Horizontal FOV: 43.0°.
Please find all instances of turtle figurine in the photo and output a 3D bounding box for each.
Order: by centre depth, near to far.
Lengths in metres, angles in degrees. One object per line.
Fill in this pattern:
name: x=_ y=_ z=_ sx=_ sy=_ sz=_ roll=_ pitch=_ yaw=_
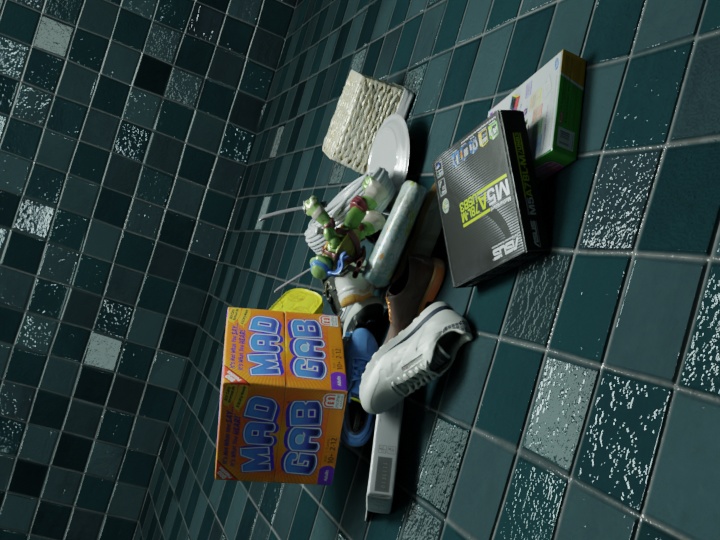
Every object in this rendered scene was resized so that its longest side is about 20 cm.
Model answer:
turtle figurine: x=-0.053 y=-0.071 z=1.501 sx=0.198 sy=0.146 sz=0.194 roll=-1 pitch=33 yaw=48

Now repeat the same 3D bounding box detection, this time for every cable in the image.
cable: x=-0.017 y=-0.107 z=1.676 sx=0.200 sy=0.069 sz=0.200 roll=-44 pitch=9 yaw=-14

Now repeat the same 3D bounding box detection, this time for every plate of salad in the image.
plate of salad: x=0.060 y=-0.202 z=1.785 sx=0.199 sy=0.047 sz=0.205 roll=-172 pitch=90 yaw=-68

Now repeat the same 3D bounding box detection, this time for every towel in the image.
towel: x=0.059 y=-0.064 z=1.513 sx=0.200 sy=0.047 sz=0.174 roll=-43 pitch=-25 yaw=-83

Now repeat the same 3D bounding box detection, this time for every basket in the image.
basket: x=0.010 y=-0.308 z=1.921 sx=0.136 sy=0.121 sz=0.204 roll=-126 pitch=55 yaw=-69

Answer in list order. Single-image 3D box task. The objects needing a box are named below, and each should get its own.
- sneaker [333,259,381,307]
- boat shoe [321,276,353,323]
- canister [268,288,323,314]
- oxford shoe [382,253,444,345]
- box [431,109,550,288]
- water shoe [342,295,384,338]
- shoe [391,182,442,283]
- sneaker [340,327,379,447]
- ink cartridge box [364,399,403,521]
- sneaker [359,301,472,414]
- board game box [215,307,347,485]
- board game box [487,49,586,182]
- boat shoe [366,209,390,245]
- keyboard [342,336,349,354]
sneaker: x=0.000 y=0.000 z=1.634 sx=0.200 sy=0.074 sz=0.089 roll=-37 pitch=-74 yaw=-77
boat shoe: x=-0.051 y=0.039 z=1.863 sx=0.201 sy=0.056 sz=0.070 roll=-106 pitch=39 yaw=-60
canister: x=-0.133 y=0.162 z=1.816 sx=0.149 sy=0.085 sz=0.204 roll=-48 pitch=-34 yaw=-51
oxford shoe: x=0.066 y=0.062 z=1.497 sx=0.071 sy=0.071 sz=0.203 roll=-120 pitch=49 yaw=-65
box: x=0.175 y=-0.094 z=1.272 sx=0.199 sy=0.046 sz=0.198 roll=149 pitch=117 yaw=-63
water shoe: x=0.003 y=0.139 z=1.653 sx=0.079 sy=0.070 sz=0.203 roll=55 pitch=132 yaw=41
shoe: x=0.114 y=-0.064 z=1.525 sx=0.070 sy=0.052 sz=0.204 roll=-27 pitch=-40 yaw=-83
sneaker: x=0.001 y=0.187 z=1.509 sx=0.079 sy=0.064 sz=0.205 roll=92 pitch=-177 yaw=-68
ink cartridge box: x=0.039 y=0.278 z=1.434 sx=0.175 sy=0.042 sz=0.204 roll=89 pitch=-172 yaw=-62
sneaker: x=0.078 y=0.138 z=1.330 sx=0.201 sy=0.076 sz=0.081 roll=-49 pitch=39 yaw=5
board game box: x=-0.135 y=0.208 z=1.526 sx=0.202 sy=0.195 sz=0.204 roll=-99 pitch=16 yaw=-57
board game box: x=0.236 y=-0.193 z=1.286 sx=0.200 sy=0.040 sz=0.156 roll=146 pitch=138 yaw=-63
boat shoe: x=0.032 y=-0.081 z=1.724 sx=0.199 sy=0.055 sz=0.070 roll=-168 pitch=69 yaw=-70
keyboard: x=-0.023 y=0.228 z=1.624 sx=0.128 sy=0.020 sz=0.203 roll=54 pitch=136 yaw=44
